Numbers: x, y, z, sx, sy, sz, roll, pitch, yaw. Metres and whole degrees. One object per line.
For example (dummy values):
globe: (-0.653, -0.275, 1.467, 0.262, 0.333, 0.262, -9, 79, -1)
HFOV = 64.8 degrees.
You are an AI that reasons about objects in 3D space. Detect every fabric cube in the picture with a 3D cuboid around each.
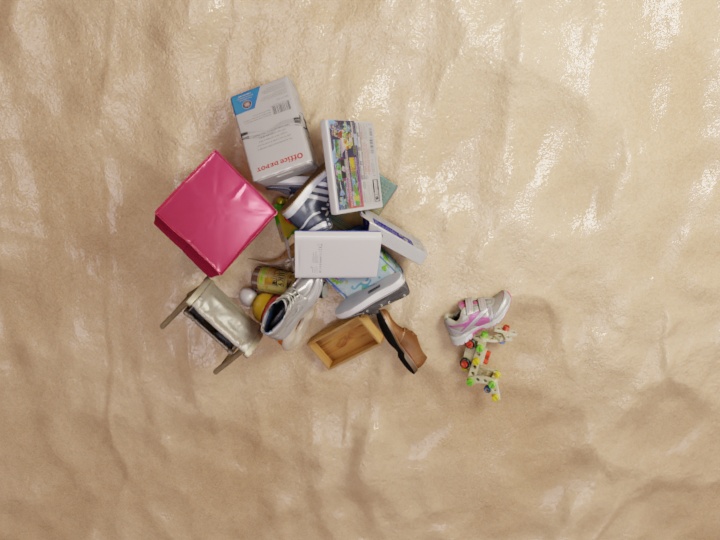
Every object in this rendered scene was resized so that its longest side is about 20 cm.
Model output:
fabric cube: (-0.337, -0.121, 1.308, 0.200, 0.199, 0.197, 45, 73, -14)

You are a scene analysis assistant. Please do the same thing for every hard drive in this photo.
hard drive: (-0.055, -0.036, 1.319, 0.195, 0.026, 0.134, 0, 134, -7)

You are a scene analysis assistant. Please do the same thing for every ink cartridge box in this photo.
ink cartridge box: (-0.195, -0.314, 1.298, 0.143, 0.086, 0.204, -17, 88, 8)
ink cartridge box: (0.068, -0.089, 1.381, 0.198, 0.100, 0.040, 30, 108, -17)

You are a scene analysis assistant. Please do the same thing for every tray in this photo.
tray: (-0.041, 0.184, 1.497, 0.198, 0.037, 0.099, -30, 107, 35)

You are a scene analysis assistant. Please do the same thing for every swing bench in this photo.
swing bench: (-0.363, 0.133, 1.431, 0.199, 0.131, 0.199, 46, 137, -14)

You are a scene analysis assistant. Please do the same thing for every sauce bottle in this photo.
sauce bottle: (-0.179, 0.033, 1.441, 0.195, 0.065, 0.066, 8, 111, 14)

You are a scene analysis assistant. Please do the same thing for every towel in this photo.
towel: (-0.018, -0.168, 1.413, 0.145, 0.022, 0.202, 32, 109, -8)

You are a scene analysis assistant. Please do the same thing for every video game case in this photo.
video game case: (-0.017, -0.237, 1.294, 0.023, 0.181, 0.205, -1, 99, 37)

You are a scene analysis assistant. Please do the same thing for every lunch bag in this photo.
lunch bag: (0.000, 0.000, 1.428, 0.160, 0.083, 0.200, -40, 111, 19)

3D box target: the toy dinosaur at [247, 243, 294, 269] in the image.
toy dinosaur: (-0.177, -0.037, 1.455, 0.198, 0.060, 0.107, -33, 82, 9)

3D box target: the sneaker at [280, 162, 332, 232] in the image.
sneaker: (-0.082, -0.168, 1.308, 0.200, 0.070, 0.109, -47, 110, -9)

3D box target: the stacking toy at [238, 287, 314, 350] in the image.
stacking toy: (-0.231, 0.104, 1.480, 0.197, 0.146, 0.149, 26, 110, 12)

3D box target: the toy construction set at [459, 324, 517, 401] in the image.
toy construction set: (0.337, 0.234, 1.506, 0.129, 0.092, 0.204, 20, 103, 21)

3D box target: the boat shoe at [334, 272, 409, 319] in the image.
boat shoe: (0.032, 0.077, 1.392, 0.198, 0.070, 0.067, -31, 114, 11)

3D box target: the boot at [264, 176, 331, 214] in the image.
boot: (-0.143, -0.179, 1.370, 0.195, 0.073, 0.093, 2, 95, 9)

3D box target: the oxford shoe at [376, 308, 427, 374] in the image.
oxford shoe: (0.110, 0.176, 1.518, 0.071, 0.071, 0.202, -38, 106, -15)

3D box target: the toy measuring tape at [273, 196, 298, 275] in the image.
toy measuring tape: (-0.162, -0.090, 1.399, 0.072, 0.074, 0.204, -21, 80, 9)

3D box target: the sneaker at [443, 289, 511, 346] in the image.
sneaker: (0.298, 0.108, 1.469, 0.199, 0.082, 0.089, -37, 106, 13)

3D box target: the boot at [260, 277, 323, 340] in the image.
boot: (-0.161, 0.076, 1.348, 0.073, 0.096, 0.202, 30, 86, 14)
